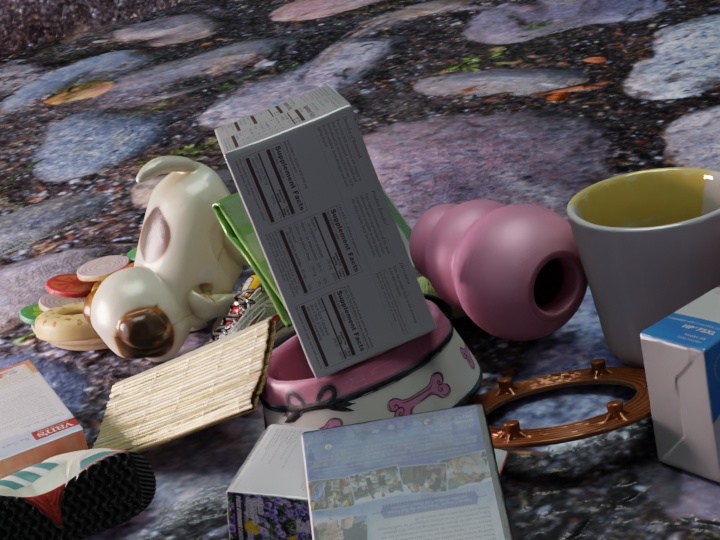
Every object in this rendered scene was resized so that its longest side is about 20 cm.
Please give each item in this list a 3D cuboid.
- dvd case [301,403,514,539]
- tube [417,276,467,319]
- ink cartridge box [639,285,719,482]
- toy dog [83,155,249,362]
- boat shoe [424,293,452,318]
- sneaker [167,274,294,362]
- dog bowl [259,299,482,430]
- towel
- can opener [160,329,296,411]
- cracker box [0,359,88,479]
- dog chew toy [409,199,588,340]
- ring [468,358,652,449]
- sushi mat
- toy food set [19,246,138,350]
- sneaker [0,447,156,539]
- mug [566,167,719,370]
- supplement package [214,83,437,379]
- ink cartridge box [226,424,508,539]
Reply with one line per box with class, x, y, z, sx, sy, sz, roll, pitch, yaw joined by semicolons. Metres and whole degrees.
dvd case;0.036;0.184;1.184;0.142;0.018;0.200;-9;43;0
tube;0.054;0.031;1.631;0.200;0.052;0.058;-11;-20;16
ink cartridge box;0.317;0.068;1.298;0.200;0.116;0.067;-26;25;-32
toy dog;-0.183;0.004;1.647;0.139;0.194;0.200;26;74;38
boat shoe;0.000;0.000;1.529;0.063;0.200;0.073;-43;17;29
sneaker;-0.108;0.049;1.595;0.200;0.082;0.078;-32;20;-24
dog bowl;0.001;0.090;1.415;0.200;0.074;0.200;-19;15;5
towel;-0.037;-0.033;1.602;0.200;0.149;0.031;-24;-16;-42
can opener;-0.095;0.098;1.506;0.200;0.063;0.079;-22;44;-19
cracker box;-0.332;0.156;1.488;0.134;0.058;0.200;-20;22;-19
dog chew toy;0.118;-0.010;1.522;0.124;0.125;0.200;-23;26;-27
ring;0.164;0.107;1.362;0.200;0.019;0.200;-11;10;2
sushi mat;-0.156;0.109;1.438;0.200;0.012;0.096;-23;39;33
toy food set;-0.269;0.030;1.789;0.200;0.049;0.198;-19;22;-17
sneaker;-0.270;0.198;1.360;0.199;0.070;0.093;-19;6;-15
mug;0.270;-0.001;1.446;0.149;0.153;0.187;-3;22;22
supplement package;-0.031;-0.038;1.374;0.111;0.200;0.156;-22;15;-3
ink cartridge box;0.008;0.174;1.272;0.200;0.050;0.109;5;25;15
